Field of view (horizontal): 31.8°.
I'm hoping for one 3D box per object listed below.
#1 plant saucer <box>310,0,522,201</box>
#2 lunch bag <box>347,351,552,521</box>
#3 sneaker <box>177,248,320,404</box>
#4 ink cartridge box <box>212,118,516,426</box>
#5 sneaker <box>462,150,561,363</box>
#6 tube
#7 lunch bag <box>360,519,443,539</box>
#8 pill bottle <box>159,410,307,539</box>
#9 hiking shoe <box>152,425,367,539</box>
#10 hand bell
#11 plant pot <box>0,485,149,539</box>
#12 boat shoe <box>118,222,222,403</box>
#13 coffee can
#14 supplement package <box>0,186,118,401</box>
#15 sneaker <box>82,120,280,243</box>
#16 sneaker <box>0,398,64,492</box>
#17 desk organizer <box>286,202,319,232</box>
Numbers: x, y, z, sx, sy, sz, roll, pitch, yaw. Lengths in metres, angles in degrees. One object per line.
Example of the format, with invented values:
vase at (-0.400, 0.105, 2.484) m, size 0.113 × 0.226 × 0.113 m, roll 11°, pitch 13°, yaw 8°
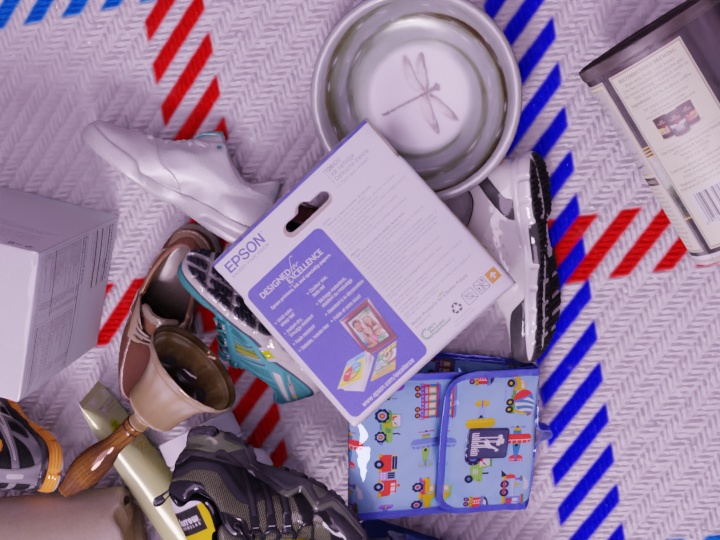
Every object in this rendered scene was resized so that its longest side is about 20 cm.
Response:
plant saucer at (0.054, -0.163, 1.186) m, size 0.199 × 0.050 × 0.202 m, roll 2°, pitch 98°, yaw 12°
lunch bag at (0.087, 0.159, 1.237) m, size 0.198 × 0.094 × 0.152 m, roll 1°, pitch 106°, yaw -1°
sneaker at (-0.112, 0.062, 1.230) m, size 0.079 × 0.078 × 0.200 m, roll -30°, pitch 118°, yaw 24°
ink cartridge box at (0.003, 0.002, 1.151) m, size 0.197 × 0.047 × 0.200 m, roll -42°, pitch 84°, yaw 5°
sneaker at (0.143, -0.011, 1.203) m, size 0.079 × 0.074 × 0.202 m, roll -3°, pitch 97°, yaw 25°
tube at (-0.223, 0.206, 1.301) m, size 0.201 × 0.052 × 0.058 m, roll 57°, pitch 148°, yaw -8°
lunch bag at (0.057, 0.326, 1.234) m, size 0.199 × 0.136 × 0.133 m, roll 20°, pitch 103°, yaw -7°
pill bottle at (-0.123, 0.248, 1.265) m, size 0.111 × 0.111 × 0.201 m, roll -27°, pitch 86°, yaw 14°
hiking shoe at (-0.092, 0.232, 1.182) m, size 0.199 × 0.076 × 0.101 m, roll 29°, pitch 69°, yaw 2°
hand bell at (-0.225, 0.157, 1.226) m, size 0.104 × 0.104 × 0.200 m, roll 46°, pitch 107°, yaw -2°
plant pot at (-0.313, 0.305, 1.286) m, size 0.182 × 0.200 × 0.202 m, roll -12°, pitch 99°, yaw 1°
boat shoe at (-0.202, 0.048, 1.263) m, size 0.075 × 0.072 × 0.201 m, roll 21°, pitch 104°, yaw 5°
coffee can at (0.304, -0.127, 1.104) m, size 0.146 × 0.146 × 0.201 m, roll -31°, pitch 95°, yaw 14°
supplement package at (-0.365, 0.011, 1.218) m, size 0.190 × 0.200 × 0.148 m, roll 14°, pitch 104°, yaw 7°
sneaker at (-0.172, -0.106, 1.237) m, size 0.199 × 0.075 × 0.089 m, roll 31°, pitch 92°, yaw -4°
sneaker at (-0.385, 0.166, 1.286) m, size 0.199 × 0.077 × 0.079 m, roll 20°, pitch 102°, yaw 39°
desk organizer at (0.000, 0.000, 1.217) m, size 0.199 × 0.077 × 0.072 m, roll 21°, pitch 104°, yaw 5°
